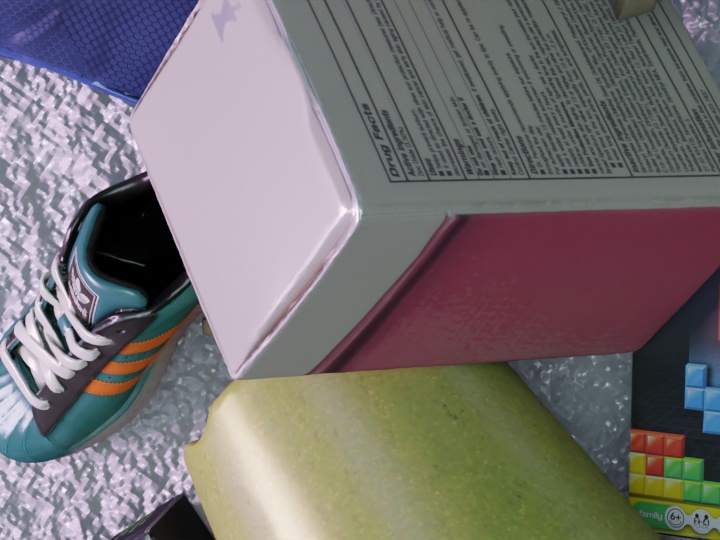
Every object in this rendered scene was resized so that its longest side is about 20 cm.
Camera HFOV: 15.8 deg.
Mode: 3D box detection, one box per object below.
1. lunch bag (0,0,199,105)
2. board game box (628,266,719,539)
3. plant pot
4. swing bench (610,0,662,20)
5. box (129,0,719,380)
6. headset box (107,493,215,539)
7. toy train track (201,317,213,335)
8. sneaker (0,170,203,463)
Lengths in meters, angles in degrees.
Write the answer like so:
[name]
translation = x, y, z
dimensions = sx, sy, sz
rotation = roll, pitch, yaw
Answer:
[lunch bag]
translation = -0.112, -0.166, 1.049
dimensions = 0.200, 0.132, 0.136
rotation = 21, 122, 5
[board game box]
translation = 0.206, 0.031, 1.026
dimensions = 0.200, 0.057, 0.166
rotation = 4, 98, 34
[plant pot]
translation = 0.028, 0.117, 1.034
dimensions = 0.200, 0.200, 0.184
rotation = -36, 70, 8
[swing bench]
translation = 0.160, -0.225, 0.962
dimensions = 0.198, 0.130, 0.200
rotation = -17, 63, -6
[box]
translation = 0.034, -0.042, 0.988
dimensions = 0.109, 0.200, 0.128
rotation = -52, 51, 43
[headset box]
translation = -0.105, 0.217, 1.102
dimensions = 0.200, 0.093, 0.174
rotation = -32, 91, 7
[toy train track]
translation = 0.000, 0.000, 1.102
dimensions = 0.199, 0.033, 0.115
rotation = -3, 94, 6
[sneaker]
translation = -0.106, 0.009, 1.071
dimensions = 0.200, 0.080, 0.071
rotation = -44, 68, 24
